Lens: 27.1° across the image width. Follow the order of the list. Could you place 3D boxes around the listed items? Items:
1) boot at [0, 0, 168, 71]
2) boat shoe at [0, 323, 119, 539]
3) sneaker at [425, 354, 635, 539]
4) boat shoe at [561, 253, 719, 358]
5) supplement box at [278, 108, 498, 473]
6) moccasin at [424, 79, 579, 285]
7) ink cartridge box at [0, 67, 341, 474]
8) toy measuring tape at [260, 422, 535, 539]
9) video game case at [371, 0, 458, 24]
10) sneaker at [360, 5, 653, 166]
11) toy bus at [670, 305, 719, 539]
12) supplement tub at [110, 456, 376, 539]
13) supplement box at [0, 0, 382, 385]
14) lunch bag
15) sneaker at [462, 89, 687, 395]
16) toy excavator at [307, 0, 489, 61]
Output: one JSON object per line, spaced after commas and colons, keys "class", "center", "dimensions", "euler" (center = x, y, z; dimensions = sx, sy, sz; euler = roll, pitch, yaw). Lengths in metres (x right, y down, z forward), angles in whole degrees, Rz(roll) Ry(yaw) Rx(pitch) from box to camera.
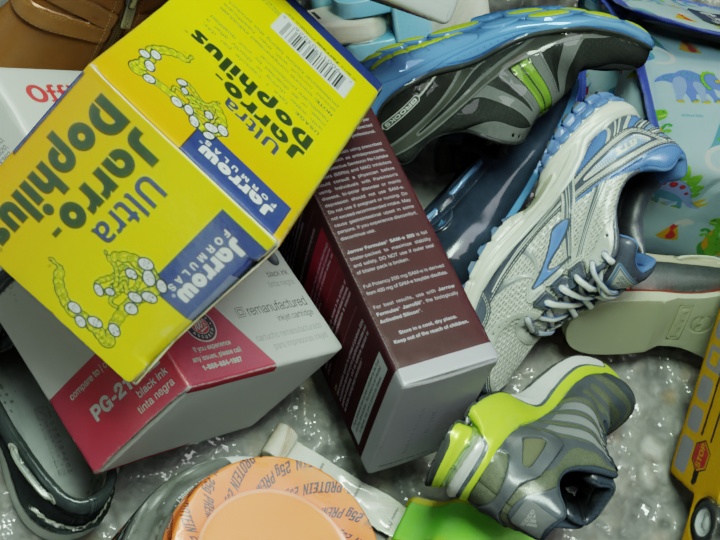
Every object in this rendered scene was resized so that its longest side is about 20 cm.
{"class": "boot", "center": [-0.187, -0.139, 0.832], "dimensions": [0.199, 0.155, 0.074], "euler": [-12, 72, -27]}
{"class": "boat shoe", "center": [-0.180, 0.045, 0.805], "dimensions": [0.075, 0.060, 0.200], "euler": [-23, 77, -29]}
{"class": "sneaker", "center": [0.114, 0.108, 0.859], "dimensions": [0.081, 0.074, 0.200], "euler": [40, 29, 21]}
{"class": "boat shoe", "center": [0.215, 0.019, 0.981], "dimensions": [0.199, 0.071, 0.063], "euler": [2, 40, -18]}
{"class": "supplement box", "center": [0.000, 0.000, 0.850], "dimensions": [0.061, 0.109, 0.200], "euler": [-16, 63, -20]}
{"class": "moccasin", "center": [0.079, -0.069, 0.957], "dimensions": [0.068, 0.081, 0.200], "euler": [32, 58, -1]}
{"class": "ink cartridge box", "center": [-0.125, -0.008, 0.799], "dimensions": [0.200, 0.084, 0.145], "euler": [56, 27, 14]}
{"class": "toy measuring tape", "center": [0.039, 0.142, 0.848], "dimensions": [0.200, 0.074, 0.074], "euler": [34, 58, -5]}
{"class": "video game case", "center": [-0.072, -0.187, 0.787], "dimensions": [0.200, 0.182, 0.024], "euler": [17, 99, -37]}
{"class": "sneaker", "center": [0.088, -0.114, 0.913], "dimensions": [0.199, 0.071, 0.083], "euler": [-19, 110, -22]}
{"class": "toy bus", "center": [0.247, 0.087, 0.923], "dimensions": [0.065, 0.078, 0.201], "euler": [10, 102, -18]}
{"class": "supplement tub", "center": [-0.069, 0.163, 0.715], "dimensions": [0.122, 0.200, 0.123], "euler": [9, 63, -19]}
{"class": "supplement box", "center": [-0.082, -0.058, 0.714], "dimensions": [0.109, 0.109, 0.200], "euler": [43, 28, -9]}
{"class": "lunch bag", "center": [0.240, -0.111, 1.025], "dimensions": [0.170, 0.128, 0.200], "euler": [10, 52, -16]}
{"class": "sneaker", "center": [0.127, -0.007, 0.897], "dimensions": [0.085, 0.077, 0.200], "euler": [31, 95, 28]}
{"class": "toy excavator", "center": [-0.010, -0.161, 0.945], "dimensions": [0.199, 0.100, 0.195], "euler": [-12, 36, 1]}
